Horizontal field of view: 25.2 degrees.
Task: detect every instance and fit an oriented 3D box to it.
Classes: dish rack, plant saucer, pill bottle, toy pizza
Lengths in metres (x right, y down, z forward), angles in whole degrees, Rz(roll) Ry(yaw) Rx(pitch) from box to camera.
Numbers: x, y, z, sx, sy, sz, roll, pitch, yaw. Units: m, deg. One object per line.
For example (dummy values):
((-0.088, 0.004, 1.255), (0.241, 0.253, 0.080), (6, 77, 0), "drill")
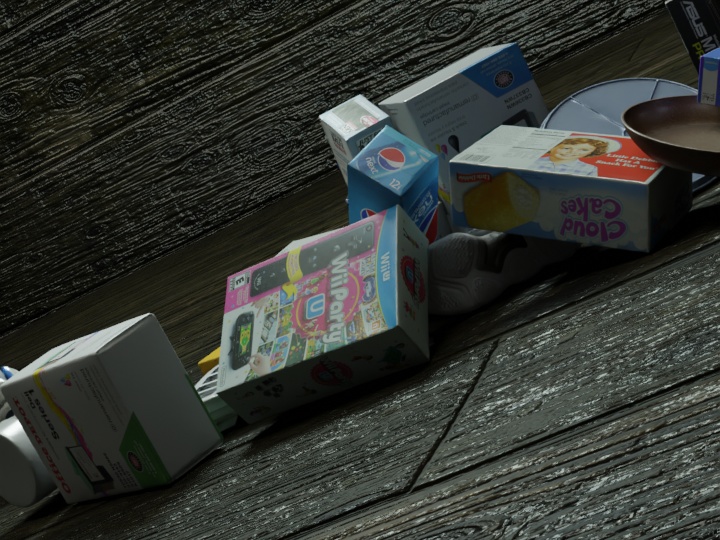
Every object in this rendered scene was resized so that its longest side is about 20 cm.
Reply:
((-0.080, 0.101, 1.643), (0.199, 0.044, 0.172), (-26, 7, 17), "dish rack")
((0.329, -0.117, 1.427), (0.198, 0.032, 0.200), (1, 19, 0), "plant saucer")
((-0.307, 0.166, 1.731), (0.114, 0.115, 0.200), (-20, 11, 44), "pill bottle")
((0.277, -0.125, 1.620), (0.198, 0.032, 0.201), (-5, 41, 5), "toy pizza")

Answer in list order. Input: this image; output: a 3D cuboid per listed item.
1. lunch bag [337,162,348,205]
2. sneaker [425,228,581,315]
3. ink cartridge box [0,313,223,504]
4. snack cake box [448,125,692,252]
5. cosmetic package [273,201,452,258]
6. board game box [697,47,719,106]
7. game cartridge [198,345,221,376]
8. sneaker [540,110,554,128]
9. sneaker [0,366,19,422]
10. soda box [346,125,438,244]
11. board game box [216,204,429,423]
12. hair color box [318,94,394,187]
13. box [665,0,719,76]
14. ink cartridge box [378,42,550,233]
((0.045, -0.130, 2.355), (0.132, 0.137, 0.200), (-29, 7, -13), "lunch bag")
((0.120, -0.013, 1.593), (0.198, 0.076, 0.114), (-23, 6, -9), "sneaker")
((-0.246, 0.139, 1.577), (0.084, 0.146, 0.199), (-36, 11, -39), "ink cartridge box")
((0.194, -0.079, 1.488), (0.198, 0.068, 0.115), (9, 25, 30), "snack cake box")
((0.000, 0.000, 1.780), (0.198, 0.086, 0.108), (-13, 16, 27), "cosmetic package")
((0.417, -0.190, 1.517), (0.133, 0.045, 0.199), (14, 24, 31), "board game box")
((-0.078, 0.062, 1.944), (0.200, 0.033, 0.176), (-37, 12, -38), "game cartridge")
((0.208, -0.104, 1.711), (0.198, 0.116, 0.080), (-30, 7, -17), "sneaker")
((-0.413, 0.170, 1.946), (0.080, 0.147, 0.200), (-29, 8, -12), "sneaker")
((0.033, -0.044, 1.593), (0.064, 0.068, 0.201), (-46, -26, -27), "soda box")
((-0.034, 0.042, 1.509), (0.199, 0.064, 0.149), (-21, 45, 24), "board game box")
((0.027, -0.093, 1.865), (0.060, 0.201, 0.099), (-28, 28, -9), "hair color box")
((0.408, -0.255, 1.834), (0.044, 0.161, 0.200), (-23, 8, 21), "box")
((0.138, -0.130, 1.805), (0.146, 0.201, 0.146), (-28, 9, -7), "ink cartridge box")
